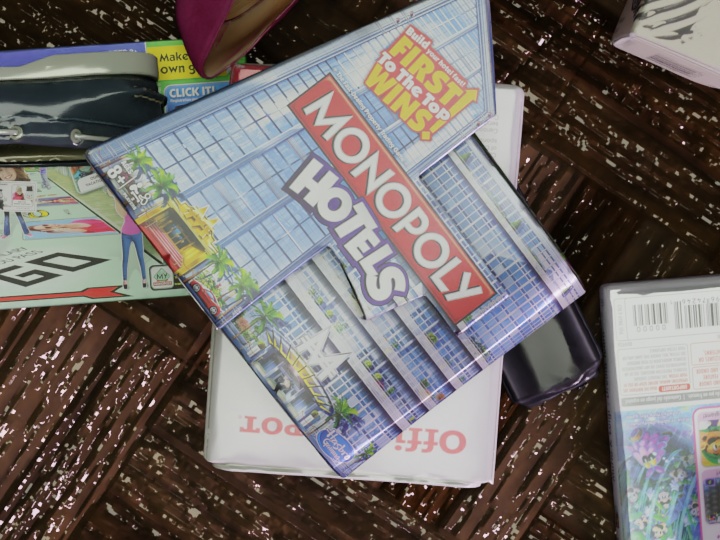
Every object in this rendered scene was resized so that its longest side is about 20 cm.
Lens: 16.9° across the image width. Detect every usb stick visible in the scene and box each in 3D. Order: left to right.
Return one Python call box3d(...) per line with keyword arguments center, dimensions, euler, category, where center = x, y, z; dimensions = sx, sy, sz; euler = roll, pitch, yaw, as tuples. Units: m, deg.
box3d(center=(0.064, -0.023, 1.276), dimensions=(0.055, 0.033, 0.200), euler=(-26, 94, 5), category="usb stick")

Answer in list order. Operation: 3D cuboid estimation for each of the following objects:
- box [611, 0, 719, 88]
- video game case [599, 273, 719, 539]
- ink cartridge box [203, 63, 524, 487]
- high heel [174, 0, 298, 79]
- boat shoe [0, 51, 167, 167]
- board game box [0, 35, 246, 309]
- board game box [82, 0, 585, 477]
box3d(center=(0.201, -0.197, 1.252), dimensions=(0.068, 0.082, 0.200), euler=(22, 90, -3), category="box")
box3d(center=(0.232, 0.090, 1.295), dimensions=(0.200, 0.024, 0.182), euler=(-5, 93, -4), category="video game case")
box3d(center=(0.000, 0.000, 1.219), dimensions=(0.147, 0.086, 0.200), euler=(5, 95, -2), category="ink cartridge box")
box3d(center=(-0.012, -0.171, 1.200), dimensions=(0.067, 0.200, 0.096), euler=(25, 47, -38), category="high heel")
box3d(center=(-0.195, -0.066, 1.214), dimensions=(0.200, 0.075, 0.062), euler=(-8, 82, -12), category="boat shoe")
box3d(center=(-0.155, -0.049, 1.265), dimensions=(0.200, 0.029, 0.135), euler=(-4, 94, -3), category="board game box")
box3d(center=(0.010, -0.037, 1.144), dimensions=(0.200, 0.062, 0.200), euler=(-38, 93, 2), category="board game box")
